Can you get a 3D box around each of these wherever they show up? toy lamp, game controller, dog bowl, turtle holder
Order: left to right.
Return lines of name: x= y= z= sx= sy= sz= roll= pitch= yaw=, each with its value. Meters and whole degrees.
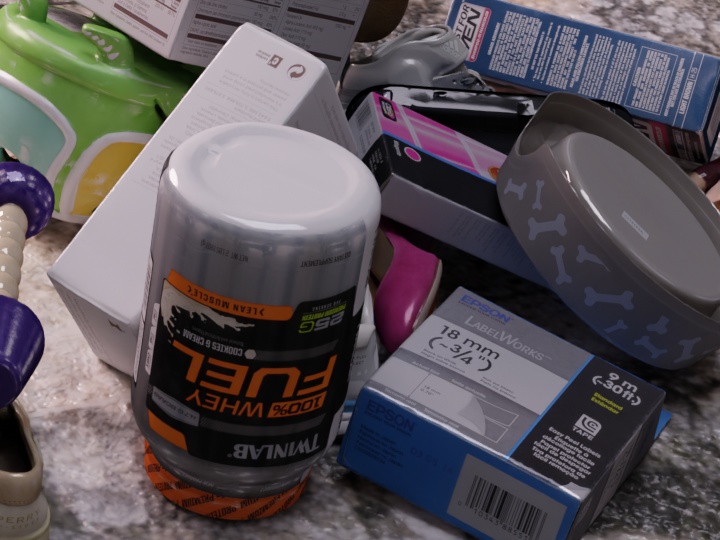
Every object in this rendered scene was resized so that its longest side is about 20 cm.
toy lamp: x=-0.201 y=0.008 z=1.445 sx=0.058 sy=0.058 sz=0.200 roll=5 pitch=30 yaw=-9
turtle holder: x=-0.162 y=-0.097 z=1.670 sx=0.185 sy=0.132 sz=0.141 roll=24 pitch=13 yaw=5
game controller: x=0.082 y=-0.078 z=1.750 sx=0.199 sy=0.104 sz=0.042 roll=4 pitch=55 yaw=-12
dog bowl: x=0.168 y=-0.021 z=1.652 sx=0.200 sy=0.059 sz=0.200 roll=35 pitch=25 yaw=-20

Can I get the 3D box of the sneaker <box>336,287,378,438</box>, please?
sneaker: x=-0.028 y=0.012 z=1.588 sx=0.075 sy=0.087 sz=0.200 roll=-5 pitch=33 yaw=-21

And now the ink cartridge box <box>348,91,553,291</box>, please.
ink cartridge box: x=0.086 y=-0.041 z=1.683 sx=0.199 sy=0.037 sz=0.095 roll=26 pitch=29 yaw=-26

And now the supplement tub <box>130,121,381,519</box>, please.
supplement tub: x=-0.061 y=0.030 z=1.436 sx=0.122 sy=0.201 sz=0.123 roll=7 pitch=32 yaw=-4

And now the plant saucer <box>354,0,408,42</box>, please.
plant saucer: x=-0.043 y=-0.241 z=1.772 sx=0.035 sy=0.201 sz=0.200 roll=-30 pitch=48 yaw=-28

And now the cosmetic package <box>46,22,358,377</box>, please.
cosmetic package: x=-0.090 y=-0.035 z=1.542 sx=0.074 sy=0.102 sz=0.200 roll=28 pitch=69 yaw=27

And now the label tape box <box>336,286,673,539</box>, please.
label tape box: x=0.097 y=0.077 z=1.532 sx=0.144 sy=0.063 sz=0.200 roll=27 pitch=35 yaw=15

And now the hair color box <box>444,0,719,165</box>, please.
hair color box: x=0.160 y=-0.138 z=1.865 sx=0.199 sy=0.061 sz=0.100 roll=17 pitch=-8 yaw=14

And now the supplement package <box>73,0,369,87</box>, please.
supplement package: x=-0.110 y=-0.212 z=1.675 sx=0.155 sy=0.111 sz=0.200 roll=6 pitch=21 yaw=-48

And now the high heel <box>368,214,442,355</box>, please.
high heel: x=0.000 y=0.000 z=1.636 sx=0.096 sy=0.068 sz=0.200 roll=14 pitch=18 yaw=-3

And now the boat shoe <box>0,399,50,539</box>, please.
boat shoe: x=-0.217 y=0.080 z=1.437 sx=0.072 sy=0.065 sz=0.200 roll=-5 pitch=33 yaw=-24

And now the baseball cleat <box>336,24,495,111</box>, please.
baseball cleat: x=0.081 y=-0.113 z=1.802 sx=0.199 sy=0.107 sz=0.070 roll=5 pitch=17 yaw=-14

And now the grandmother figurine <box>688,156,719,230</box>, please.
grandmother figurine: x=0.279 y=-0.060 z=1.823 sx=0.121 sy=0.061 sz=0.200 roll=14 pitch=31 yaw=17
